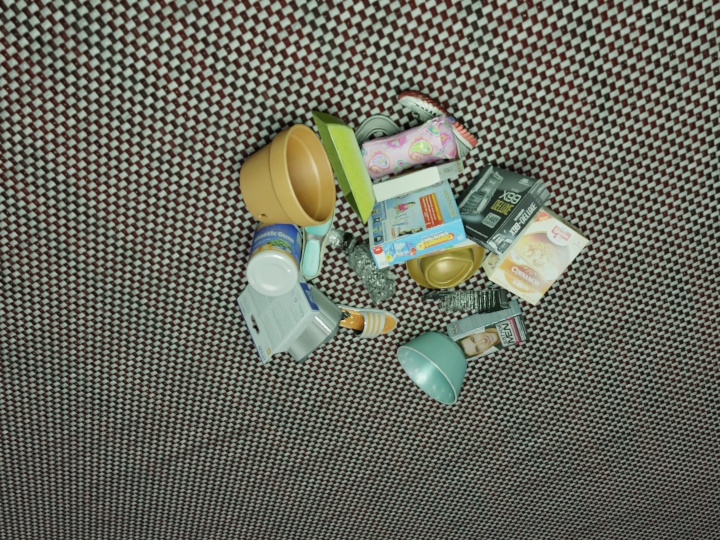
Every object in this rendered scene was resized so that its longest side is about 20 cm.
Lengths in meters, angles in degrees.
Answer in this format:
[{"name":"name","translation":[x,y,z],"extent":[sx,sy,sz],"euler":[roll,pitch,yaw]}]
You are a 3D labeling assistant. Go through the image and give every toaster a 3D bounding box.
[{"name":"toaster","translation":[-0.132,0.125,1.358],"extent":[0.129,0.114,0.199],"euler":[43,122,-11]}]

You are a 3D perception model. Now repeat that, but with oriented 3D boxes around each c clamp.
[{"name":"c clamp","translation":[0.045,-0.241,1.187],"extent":[0.199,0.027,0.170],"euler":[-40,117,21]}]

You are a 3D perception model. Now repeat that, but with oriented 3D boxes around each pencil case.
[{"name":"pencil case","translation":[0.094,-0.245,1.091],"extent":[0.196,0.089,0.088],"euler":[-11,128,33]}]

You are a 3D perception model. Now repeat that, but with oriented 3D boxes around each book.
[{"name":"book","translation":[0.121,-0.184,1.084],"extent":[0.131,0.199,0.049],"euler":[-13,98,27]}]

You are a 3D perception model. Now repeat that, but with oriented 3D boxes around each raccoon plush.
[{"name":"raccoon plush","translation":[0.000,0.000,1.279],"extent":[0.195,0.136,0.098],"euler":[18,123,-14]}]

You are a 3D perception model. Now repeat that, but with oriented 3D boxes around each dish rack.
[{"name":"dish rack","translation":[0.249,0.075,1.337],"extent":[0.194,0.056,0.153],"euler":[-1,169,-10]}]

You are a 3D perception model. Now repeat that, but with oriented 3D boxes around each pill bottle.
[{"name":"pill bottle","translation":[-0.184,-0.048,1.198],"extent":[0.108,0.202,0.114],"euler":[-1,127,-2]}]

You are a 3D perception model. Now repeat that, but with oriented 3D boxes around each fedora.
[{"name":"fedora","translation":[0.207,-0.018,1.308],"extent":[0.194,0.083,0.205],"euler":[-2,124,-2]}]

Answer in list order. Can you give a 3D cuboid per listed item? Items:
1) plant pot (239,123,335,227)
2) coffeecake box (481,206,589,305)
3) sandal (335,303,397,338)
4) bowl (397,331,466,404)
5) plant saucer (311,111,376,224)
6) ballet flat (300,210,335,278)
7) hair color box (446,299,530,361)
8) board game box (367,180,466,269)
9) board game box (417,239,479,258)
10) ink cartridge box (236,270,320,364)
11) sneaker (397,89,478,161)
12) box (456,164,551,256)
[{"name":"plant pot","translation":[-0.156,-0.182,1.130],"extent":[0.136,0.202,0.203],"euler":[-10,126,24]},{"name":"coffeecake box","translation":[0.412,-0.042,1.301],"extent":[0.151,0.074,0.202],"euler":[26,114,-19]},{"name":"sandal","translation":[-0.004,0.141,1.420],"extent":[0.200,0.060,0.081],"euler":[9,124,-8]},{"name":"bowl","translation":[0.201,0.239,1.437],"extent":[0.105,0.198,0.203],"euler":[-44,125,-23]},{"name":"plant saucer","translation":[-0.027,-0.218,1.091],"extent":[0.047,0.201,0.204],"euler":[-24,116,-4]},{"name":"ballet flat","translation":[-0.104,-0.083,1.263],"extent":[0.066,0.063,0.205],"euler":[15,105,-4]},{"name":"hair color box","translation":[0.337,0.163,1.449],"extent":[0.195,0.061,0.100],"euler":[-21,123,12]},{"name":"board game box","translation":[0.112,-0.110,1.173],"extent":[0.191,0.202,0.057],"euler":[-17,125,10]},{"name":"board game box","translation":[0.215,-0.095,1.256],"extent":[0.194,0.098,0.030],"euler":[-10,163,3]},{"name":"ink cartridge box","translation":[-0.199,0.082,1.298],"extent":[0.043,0.199,0.200],"euler":[8,133,-48]},{"name":"sneaker","translation":[0.151,-0.293,1.123],"extent":[0.198,0.078,0.082],"euler":[33,112,-22]},{"name":"box","translation":[0.277,-0.131,1.140],"extent":[0.050,0.200,0.159],"euler":[38,94,-26]}]
